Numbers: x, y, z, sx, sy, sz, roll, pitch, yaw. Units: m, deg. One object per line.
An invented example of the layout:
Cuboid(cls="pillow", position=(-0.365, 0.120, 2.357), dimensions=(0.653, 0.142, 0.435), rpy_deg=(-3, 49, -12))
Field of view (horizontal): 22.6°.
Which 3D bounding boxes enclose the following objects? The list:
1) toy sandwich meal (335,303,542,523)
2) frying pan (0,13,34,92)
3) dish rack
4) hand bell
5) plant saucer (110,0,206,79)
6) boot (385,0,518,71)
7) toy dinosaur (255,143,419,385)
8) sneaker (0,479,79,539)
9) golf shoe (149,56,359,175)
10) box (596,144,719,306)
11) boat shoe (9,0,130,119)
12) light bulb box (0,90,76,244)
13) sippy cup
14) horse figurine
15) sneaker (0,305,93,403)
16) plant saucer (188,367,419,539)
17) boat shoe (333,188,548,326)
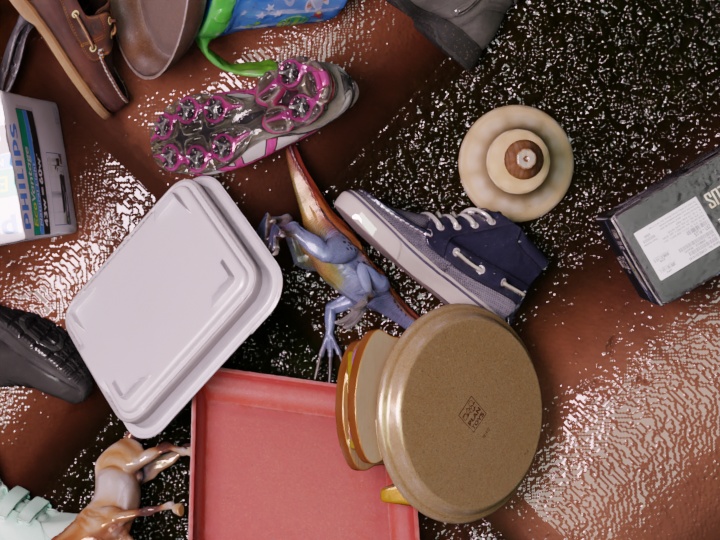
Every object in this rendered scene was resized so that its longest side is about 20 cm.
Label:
Cuboid(cls="toy sandwich meal", position=(0.069, 0.123, 1.542), dimensions=(0.204, 0.070, 0.207), rpy_deg=(2, 87, -37))
Cuboid(cls="frying pan", position=(-0.292, -0.253, 1.573), dimensions=(0.031, 0.115, 0.191), rpy_deg=(23, 81, 33))
Cuboid(cls="dish rack", position=(-0.172, 0.026, 1.559), dimensions=(0.200, 0.043, 0.172), rpy_deg=(-48, 53, 13))
Cuboid(cls="hand bell", position=(0.133, -0.091, 1.514), dimensions=(0.103, 0.200, 0.105), rpy_deg=(0, 93, 4))
Cuboid(cls="plant saucer", position=(-0.172, -0.265, 1.545), dimensions=(0.032, 0.200, 0.202), rpy_deg=(-3, 92, -28))
Cuboid(cls="boot", position=(0.075, -0.271, 1.539), dimensions=(0.131, 0.200, 0.068), rpy_deg=(-52, 46, 4))
Cuboid(cls="toy dinosaur", position=(0.000, 0.000, 1.586), dimensions=(0.180, 0.105, 0.202), rpy_deg=(19, 80, -18))
Cuboid(cls="sneaker", position=(-0.319, 0.198, 1.610), dimensions=(0.199, 0.074, 0.119), rpy_deg=(1, 97, 5))
Cuboid(cls="golf shoe", position=(-0.092, -0.128, 1.588), dimensions=(0.199, 0.092, 0.073), rpy_deg=(-16, 81, 27))
Cuboid(cls="box", position=(0.309, -0.058, 1.524), dimensions=(0.199, 0.164, 0.087), rpy_deg=(-31, 90, 3))
Cuboid(cls="boat shoe", position=(-0.246, -0.216, 1.555), dimensions=(0.070, 0.071, 0.200), rpy_deg=(-32, 134, 0))
Cuboid(cls="light bulb box", position=(-0.365, -0.073, 1.543), dimensions=(0.196, 0.200, 0.126), rpy_deg=(-10, 92, 3))
Cuboid(cls="sippy cup", position=(-0.080, -0.266, 1.553), dimensions=(0.129, 0.178, 0.141), rpy_deg=(0, 59, -21))
Cuboid(cls="horse figurine", position=(-0.199, 0.192, 1.581), dimensions=(0.132, 0.201, 0.050), rpy_deg=(-8, 134, 26))
Cuboid(cls="sneaker", position=(-0.332, 0.073, 1.618), dimensions=(0.199, 0.076, 0.091), rpy_deg=(29, 103, 9))
Cuboid(cls="plant saucer", position=(-0.052, 0.181, 1.547), dimensions=(0.198, 0.201, 0.037), rpy_deg=(9, 136, -13))
Cuboid(cls="boat shoe", position=(0.074, -0.031, 1.569), dimensions=(0.200, 0.075, 0.093), rpy_deg=(39, 88, -24))
